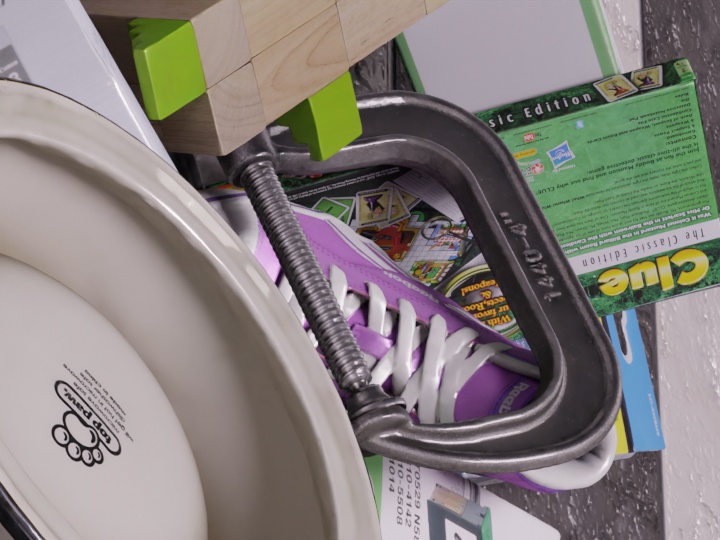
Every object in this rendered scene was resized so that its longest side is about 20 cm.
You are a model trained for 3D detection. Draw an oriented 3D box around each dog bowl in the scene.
[{"bbox_3d":[-0.085,0.047,0.786,0.200,0.074,0.200,43,27,-28],"label":"dog bowl"}]

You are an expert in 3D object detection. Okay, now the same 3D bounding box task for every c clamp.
[{"bbox_3d":[0.000,0.000,1.020,0.171,0.027,0.200,-14,59,-31],"label":"c clamp"}]

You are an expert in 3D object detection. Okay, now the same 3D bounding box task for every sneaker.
[{"bbox_3d":[0.015,0.028,1.051,0.200,0.114,0.073,25,86,-30],"label":"sneaker"}]

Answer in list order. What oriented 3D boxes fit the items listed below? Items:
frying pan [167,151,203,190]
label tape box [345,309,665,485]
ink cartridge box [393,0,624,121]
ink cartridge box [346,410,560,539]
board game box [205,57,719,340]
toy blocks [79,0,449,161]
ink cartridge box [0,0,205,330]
[{"bbox_3d":[-0.085,0.017,1.067,0.115,0.031,0.190,-47,126,-52],"label":"frying pan"},{"bbox_3d":[0.057,0.025,1.256,0.200,0.066,0.143,1,75,-60],"label":"label tape box"},{"bbox_3d":[0.052,-0.130,1.175,0.200,0.087,0.145,-104,173,-48],"label":"ink cartridge box"},{"bbox_3d":[-0.003,0.146,1.072,0.200,0.084,0.146,31,57,-53],"label":"ink cartridge box"},{"bbox_3d":[0.045,-0.014,1.117,0.023,0.200,0.105,-104,179,-57],"label":"board game box"},{"bbox_3d":[-0.063,-0.100,1.004,0.200,0.137,0.100,-38,124,-44],"label":"toy blocks"},{"bbox_3d":[-0.159,-0.047,0.859,0.200,0.160,0.047,61,1,-23],"label":"ink cartridge box"}]
